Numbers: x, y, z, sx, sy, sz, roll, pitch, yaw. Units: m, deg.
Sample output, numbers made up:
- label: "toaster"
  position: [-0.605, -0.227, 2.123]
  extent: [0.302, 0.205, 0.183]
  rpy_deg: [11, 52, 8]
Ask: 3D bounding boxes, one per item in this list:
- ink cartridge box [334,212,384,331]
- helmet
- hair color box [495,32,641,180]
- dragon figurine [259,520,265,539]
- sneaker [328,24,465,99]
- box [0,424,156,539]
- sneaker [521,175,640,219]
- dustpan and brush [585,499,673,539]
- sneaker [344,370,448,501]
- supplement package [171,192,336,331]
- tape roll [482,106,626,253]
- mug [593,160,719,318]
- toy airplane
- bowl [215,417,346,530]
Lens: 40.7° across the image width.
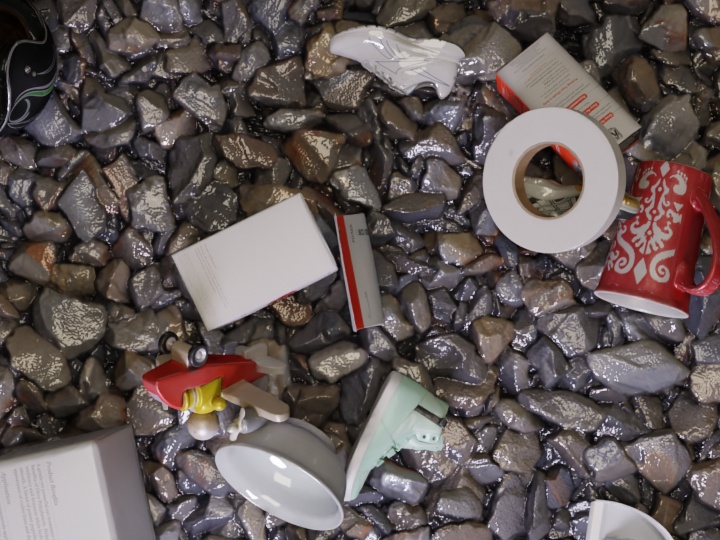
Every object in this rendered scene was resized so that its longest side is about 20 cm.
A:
- label: "ink cartridge box"
  position: [0.000, 0.000, 1.340]
  extent: [0.047, 0.200, 0.161]
  rpy_deg: [-10, 89, 0]
- label: "helmet"
  position: [-0.517, -0.288, 1.350]
  extent: [0.199, 0.191, 0.201]
  rpy_deg: [4, 124, 5]
- label: "hair color box"
  position: [0.296, -0.234, 1.391]
  extent: [0.101, 0.061, 0.200]
  rpy_deg: [-38, 71, -1]
- label: "dragon figurine"
  position: [-0.080, 0.453, 1.398]
  extent: [0.200, 0.099, 0.059]
  rpy_deg: [43, 90, 20]
- label: "sneaker"
  position: [0.050, -0.305, 1.415]
  extent: [0.199, 0.075, 0.087]
  rpy_deg: [11, 93, 0]
- label: "box"
  position: [-0.396, 0.332, 1.329]
  extent: [0.171, 0.200, 0.200]
  rpy_deg: [-13, 88, 1]
- label: "sneaker"
  position: [0.300, -0.083, 1.390]
  extent: [0.199, 0.076, 0.088]
  rpy_deg: [12, 98, 33]
- label: "dustpan and brush"
  position: [0.430, 0.416, 1.402]
  extent: [0.199, 0.057, 0.140]
  rpy_deg: [8, 88, 0]
- label: "sneaker"
  position: [0.053, 0.259, 1.397]
  extent: [0.118, 0.074, 0.201]
  rpy_deg: [27, 89, -1]
- label: "supplement package"
  position: [-0.145, -0.010, 1.379]
  extent: [0.199, 0.121, 0.120]
  rpy_deg: [-26, 88, 0]
- label: "tape roll"
  position: [0.265, -0.125, 1.341]
  extent: [0.202, 0.037, 0.204]
  rpy_deg: [4, 97, 34]
- label: "mug"
  position: [0.442, -0.041, 1.374]
  extent: [0.177, 0.133, 0.201]
  rpy_deg: [12, 83, 31]
- label: "toy airplane"
  position: [-0.199, 0.165, 1.346]
  extent: [0.198, 0.200, 0.142]
  rpy_deg: [13, 93, -8]
- label: "bowl"
  position: [-0.097, 0.270, 1.359]
  extent: [0.201, 0.201, 0.091]
  rpy_deg: [29, 56, 0]
